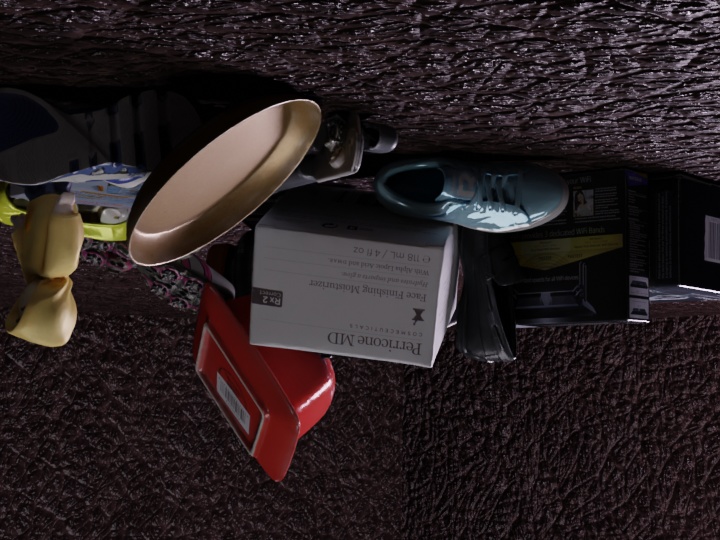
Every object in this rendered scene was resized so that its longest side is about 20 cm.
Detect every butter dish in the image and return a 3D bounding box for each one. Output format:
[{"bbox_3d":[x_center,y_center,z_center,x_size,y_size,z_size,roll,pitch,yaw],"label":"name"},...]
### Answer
[{"bbox_3d":[-0.090,0.105,1.832,0.147,0.201,0.200,-28,161,-24],"label":"butter dish"}]

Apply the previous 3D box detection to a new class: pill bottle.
[{"bbox_3d":[-0.081,0.003,1.900,0.197,0.108,0.106,0,174,12],"label":"pill bottle"}]

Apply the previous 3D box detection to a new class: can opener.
[{"bbox_3d":[-0.033,-0.103,1.460,0.066,0.054,0.199,4,174,-27],"label":"can opener"}]

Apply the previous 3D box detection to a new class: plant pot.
[{"bbox_3d":[-0.117,-0.080,1.330,0.199,0.028,0.200,-37,165,-11],"label":"plant pot"}]

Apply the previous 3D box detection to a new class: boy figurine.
[{"bbox_3d":[-0.283,-0.035,1.427,0.064,0.203,0.124,4,177,-33],"label":"boy figurine"}]

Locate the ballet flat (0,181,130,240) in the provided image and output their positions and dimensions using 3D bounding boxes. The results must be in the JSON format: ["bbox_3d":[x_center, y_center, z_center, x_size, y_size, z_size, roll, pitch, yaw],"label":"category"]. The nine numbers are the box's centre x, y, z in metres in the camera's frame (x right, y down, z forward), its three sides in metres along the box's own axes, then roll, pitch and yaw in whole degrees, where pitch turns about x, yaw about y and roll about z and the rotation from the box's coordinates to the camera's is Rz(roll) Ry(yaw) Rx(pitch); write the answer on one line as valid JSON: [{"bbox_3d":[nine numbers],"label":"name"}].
[{"bbox_3d":[-0.304,-0.073,1.757,0.197,0.068,0.067,4,160,-20],"label":"ballet flat"}]

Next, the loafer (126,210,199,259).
[{"bbox_3d":[-0.197,-0.040,1.589,0.069,0.071,0.200,-9,175,-2],"label":"loafer"}]

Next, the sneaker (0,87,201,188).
[{"bbox_3d":[-0.230,-0.102,1.348,0.196,0.082,0.115,-1,172,-4],"label":"sneaker"}]

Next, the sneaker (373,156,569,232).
[{"bbox_3d":[0.108,-0.076,1.605,0.197,0.075,0.082,-1,179,9],"label":"sneaker"}]

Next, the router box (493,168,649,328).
[{"bbox_3d":[0.212,-0.020,1.732,0.198,0.160,0.052,-3,174,39],"label":"router box"}]

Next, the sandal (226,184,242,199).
[{"bbox_3d":[-0.124,-0.076,1.461,0.082,0.055,0.200,-41,169,-17],"label":"sandal"}]

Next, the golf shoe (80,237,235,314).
[{"bbox_3d":[-0.225,-0.023,1.845,0.199,0.093,0.073,30,141,-13],"label":"golf shoe"}]

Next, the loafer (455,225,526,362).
[{"bbox_3d":[0.143,-0.002,1.707,0.070,0.203,0.068,7,-167,28],"label":"loafer"}]

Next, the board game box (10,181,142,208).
[{"bbox_3d":[-0.217,-0.095,1.612,0.198,0.042,0.198,5,172,-39],"label":"board game box"}]

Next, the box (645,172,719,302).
[{"bbox_3d":[0.315,-0.030,1.813,0.195,0.126,0.199,-2,174,38],"label":"box"}]

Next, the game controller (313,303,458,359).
[{"bbox_3d":[0.031,0.064,1.796,0.103,0.043,0.199,14,-159,32],"label":"game controller"}]

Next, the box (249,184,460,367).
[{"bbox_3d":[0.000,0.000,1.697,0.196,0.133,0.200,6,-163,8],"label":"box"}]

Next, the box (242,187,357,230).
[{"bbox_3d":[-0.064,-0.068,1.907,0.141,0.037,0.200,0,175,4],"label":"box"}]
